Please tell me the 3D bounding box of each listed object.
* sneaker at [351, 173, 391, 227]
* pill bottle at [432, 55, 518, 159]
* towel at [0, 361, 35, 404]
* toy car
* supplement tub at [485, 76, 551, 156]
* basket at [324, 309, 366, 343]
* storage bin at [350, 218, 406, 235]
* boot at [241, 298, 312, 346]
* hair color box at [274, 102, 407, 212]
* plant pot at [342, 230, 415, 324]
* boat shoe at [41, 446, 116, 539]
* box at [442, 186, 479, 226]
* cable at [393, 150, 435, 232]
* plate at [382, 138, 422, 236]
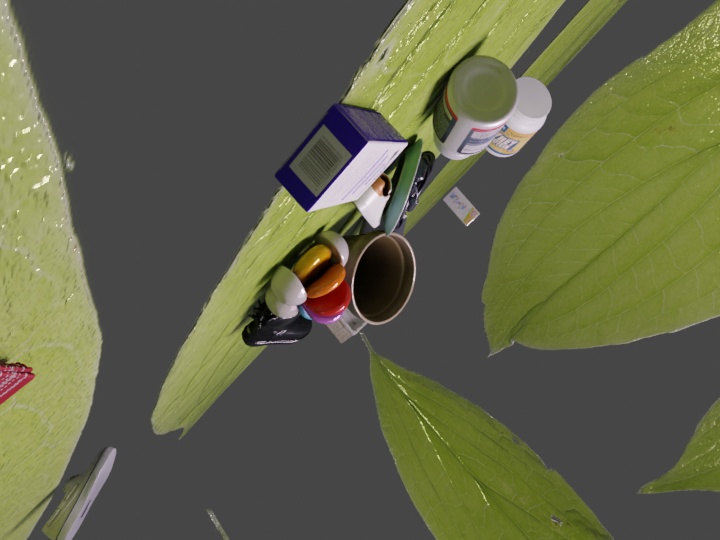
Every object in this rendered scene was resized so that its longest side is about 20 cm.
[{"bbox_3d":[0.031,-0.138,1.223,0.084,0.073,0.200,-40,175,3],"label":"sneaker"},{"bbox_3d":[0.187,-0.269,1.101,0.119,0.120,0.200,-42,177,-10],"label":"pill bottle"},{"bbox_3d":[-0.335,0.111,0.457,0.144,0.023,0.200,-41,174,-11],"label":"towel"},{"bbox_3d":[-0.086,0.034,1.273,0.175,0.150,0.200,-41,176,-25],"label":"toy car"},{"bbox_3d":[0.417,-0.416,1.736,0.144,0.145,0.200,-41,175,-21],"label":"supplement tub"},{"bbox_3d":[-0.076,0.258,3.499,0.199,0.199,0.161,-39,177,-45],"label":"basket"},{"bbox_3d":[0.043,-0.084,1.621,0.200,0.142,0.137,-28,136,-74],"label":"storage bin"},{"bbox_3d":[-0.163,0.104,1.426,0.195,0.075,0.163,-8,154,-37],"label":"boot"},{"bbox_3d":[-0.017,-0.139,0.786,0.109,0.065,0.200,-45,174,19],"label":"hair color box"},{"bbox_3d":[0.000,0.000,1.432,0.199,0.203,0.172,-41,-144,-26],"label":"plant pot"},{"bbox_3d":[-0.572,0.448,1.298,0.072,0.065,0.203,105,10,-77],"label":"boat shoe"},{"bbox_3d":[0.552,-0.348,3.493,0.101,0.201,0.112,-42,176,7],"label":"box"},{"bbox_3d":[0.110,-0.173,1.388,0.202,0.050,0.165,-72,-176,-49],"label":"cable"},{"bbox_3d":[0.077,-0.169,1.272,0.200,0.025,0.205,-161,-91,-83],"label":"plate"}]
